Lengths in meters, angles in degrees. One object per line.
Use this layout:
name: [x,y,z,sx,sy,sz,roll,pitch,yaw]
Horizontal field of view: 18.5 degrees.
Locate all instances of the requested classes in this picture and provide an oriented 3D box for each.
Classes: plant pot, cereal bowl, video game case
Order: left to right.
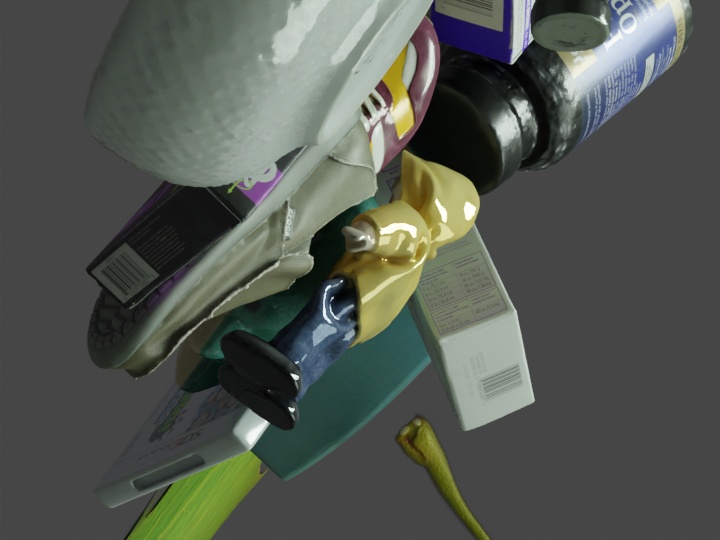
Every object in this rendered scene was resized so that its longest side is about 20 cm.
video game case: [-0.086,0.072,1.552,0.182,0.024,0.200,-27,-158,49]
cereal bowl: [-0.024,-0.112,0.913,0.200,0.083,0.200,-53,175,-6]
plant pot: [-0.031,0.083,2.002,0.200,0.141,0.141,-48,176,7]

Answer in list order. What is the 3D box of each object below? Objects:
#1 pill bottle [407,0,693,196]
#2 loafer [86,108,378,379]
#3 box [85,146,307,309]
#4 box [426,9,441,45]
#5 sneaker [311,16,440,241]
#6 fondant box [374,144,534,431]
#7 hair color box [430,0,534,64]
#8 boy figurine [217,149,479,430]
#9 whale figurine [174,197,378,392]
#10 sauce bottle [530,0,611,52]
pill bottle: [0.120,-0.135,1.449,0.200,0.112,0.112,-40,168,-34]
loafer: [-0.059,-0.009,1.162,0.200,0.070,0.075,-45,-154,-18]
box: [-0.042,-0.078,1.086,0.200,0.036,0.143,-51,-171,-32]
box: [0.049,-0.125,1.595,0.068,0.082,0.200,-53,174,-29]
sneaker: [-0.017,-0.076,1.297,0.200,0.075,0.090,-55,-179,-8]
fondant box: [0.050,-0.011,1.494,0.058,0.200,0.144,-23,151,-3]
hair color box: [0.116,-0.233,1.392,0.200,0.065,0.109,-53,153,-39]
boy figurine: [0.000,0.000,1.316,0.200,0.064,0.124,-50,163,-26]
whale figurine: [-0.052,0.017,1.441,0.159,0.104,0.200,-50,176,-46]
sauce bottle: [0.110,-0.209,1.150,0.066,0.066,0.201,115,-19,-67]
